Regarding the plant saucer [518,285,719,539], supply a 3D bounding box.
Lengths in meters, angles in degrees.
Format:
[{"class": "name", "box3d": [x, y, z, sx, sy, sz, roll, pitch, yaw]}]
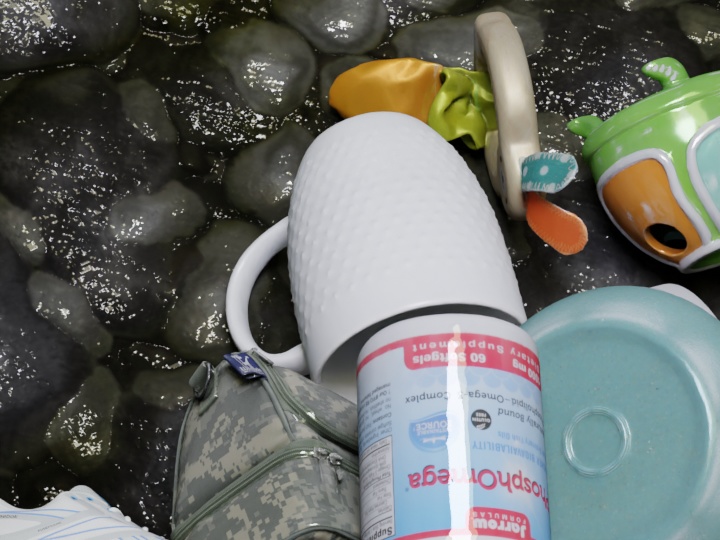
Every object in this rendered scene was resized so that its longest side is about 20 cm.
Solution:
[{"class": "plant saucer", "box3d": [0.143, 0.103, 1.533, 0.199, 0.036, 0.201, -7, 74, 24]}]

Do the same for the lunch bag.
[{"class": "lunch bag", "box3d": [-0.019, 0.152, 1.601, 0.199, 0.139, 0.168, 29, 33, -34]}]

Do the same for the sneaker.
[{"class": "sneaker", "box3d": [-0.156, 0.175, 1.643, 0.199, 0.075, 0.087, 8, 48, -5]}]

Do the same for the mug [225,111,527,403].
[{"class": "mug", "box3d": [0.000, 0.000, 1.742, 0.199, 0.148, 0.176, -24, 56, 15]}]

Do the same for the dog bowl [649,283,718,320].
[{"class": "dog bowl", "box3d": [0.186, 0.114, 1.646, 0.078, 0.200, 0.201, -14, 61, -14]}]

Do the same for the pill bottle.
[{"class": "pill bottle", "box3d": [0.053, 0.135, 1.472, 0.108, 0.109, 0.201, 1, 65, -7]}]

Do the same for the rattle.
[{"class": "rattle", "box3d": [0.067, -0.084, 1.791, 0.142, 0.131, 0.201, 5, 46, -15]}]

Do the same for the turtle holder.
[{"class": "turtle holder", "box3d": [0.246, -0.073, 1.827, 0.185, 0.141, 0.132, -2, 66, -56]}]
